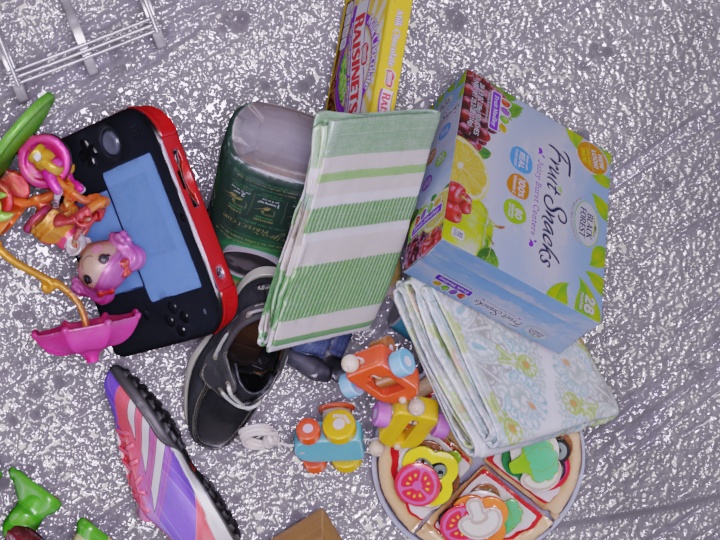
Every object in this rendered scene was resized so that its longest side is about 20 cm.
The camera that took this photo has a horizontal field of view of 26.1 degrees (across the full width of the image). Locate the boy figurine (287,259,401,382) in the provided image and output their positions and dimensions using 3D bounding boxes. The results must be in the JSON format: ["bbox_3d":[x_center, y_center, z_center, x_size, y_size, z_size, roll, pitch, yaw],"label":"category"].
[{"bbox_3d":[0.000,0.000,1.391,0.124,0.064,0.201,16,102,-51],"label":"boy figurine"}]

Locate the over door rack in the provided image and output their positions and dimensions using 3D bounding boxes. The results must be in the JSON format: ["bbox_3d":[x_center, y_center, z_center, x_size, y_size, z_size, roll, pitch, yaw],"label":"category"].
[{"bbox_3d":[-0.267,-0.265,1.346,0.147,0.067,0.201,-22,116,-7],"label":"over door rack"}]

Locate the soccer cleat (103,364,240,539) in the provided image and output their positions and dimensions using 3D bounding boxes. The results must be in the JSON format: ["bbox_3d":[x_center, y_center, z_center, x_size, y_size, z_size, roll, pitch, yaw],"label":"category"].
[{"bbox_3d":[-0.183,0.179,1.388,0.073,0.068,0.201,-31,99,-2],"label":"soccer cleat"}]

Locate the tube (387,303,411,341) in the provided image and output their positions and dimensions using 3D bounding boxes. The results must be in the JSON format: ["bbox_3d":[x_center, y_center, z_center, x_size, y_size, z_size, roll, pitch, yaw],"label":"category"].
[{"bbox_3d":[0.120,0.078,1.442,0.199,0.050,0.078,30,101,-13],"label":"tube"}]

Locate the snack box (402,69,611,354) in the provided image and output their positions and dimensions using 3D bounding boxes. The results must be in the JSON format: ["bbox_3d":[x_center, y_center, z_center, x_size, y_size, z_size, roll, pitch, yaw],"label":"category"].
[{"bbox_3d":[0.133,-0.052,1.358,0.168,0.068,0.201,28,50,-19],"label":"snack box"}]

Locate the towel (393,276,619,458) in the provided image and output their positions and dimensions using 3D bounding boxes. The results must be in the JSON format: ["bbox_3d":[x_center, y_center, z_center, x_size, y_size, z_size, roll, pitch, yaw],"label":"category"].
[{"bbox_3d":[0.127,0.071,1.363,0.199,0.048,0.172,-8,67,-47],"label":"towel"}]

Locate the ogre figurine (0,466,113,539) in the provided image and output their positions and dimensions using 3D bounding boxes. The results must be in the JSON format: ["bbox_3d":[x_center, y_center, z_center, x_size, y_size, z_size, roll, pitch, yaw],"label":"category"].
[{"bbox_3d":[-0.288,0.257,1.359,0.200,0.098,0.120,42,74,-19],"label":"ogre figurine"}]

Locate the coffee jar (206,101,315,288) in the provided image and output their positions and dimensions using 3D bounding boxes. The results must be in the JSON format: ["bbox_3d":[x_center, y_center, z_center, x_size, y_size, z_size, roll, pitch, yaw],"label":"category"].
[{"bbox_3d":[-0.086,-0.048,1.332,0.103,0.200,0.086,15,51,-10],"label":"coffee jar"}]

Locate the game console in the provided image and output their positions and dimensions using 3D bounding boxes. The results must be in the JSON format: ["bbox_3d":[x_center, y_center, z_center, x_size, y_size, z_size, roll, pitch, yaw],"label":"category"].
[{"bbox_3d":[-0.194,-0.031,1.335,0.031,0.176,0.201,-25,97,-48],"label":"game console"}]

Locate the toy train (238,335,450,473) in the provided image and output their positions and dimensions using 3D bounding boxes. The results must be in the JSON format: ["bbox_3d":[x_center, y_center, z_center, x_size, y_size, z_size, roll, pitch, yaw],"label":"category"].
[{"bbox_3d":[-0.007,0.113,1.363,0.150,0.199,0.056,31,46,-35],"label":"toy train"}]

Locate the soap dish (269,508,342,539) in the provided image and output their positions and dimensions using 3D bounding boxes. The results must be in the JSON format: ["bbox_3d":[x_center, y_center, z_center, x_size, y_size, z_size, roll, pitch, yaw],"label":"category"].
[{"bbox_3d":[-0.077,0.336,1.401,0.199,0.081,0.158,-31,96,-7],"label":"soap dish"}]

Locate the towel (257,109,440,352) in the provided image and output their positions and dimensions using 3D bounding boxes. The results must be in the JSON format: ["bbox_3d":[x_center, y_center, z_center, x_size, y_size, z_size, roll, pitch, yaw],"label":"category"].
[{"bbox_3d":[-0.010,-0.035,1.270,0.152,0.023,0.202,-9,120,-50],"label":"towel"}]

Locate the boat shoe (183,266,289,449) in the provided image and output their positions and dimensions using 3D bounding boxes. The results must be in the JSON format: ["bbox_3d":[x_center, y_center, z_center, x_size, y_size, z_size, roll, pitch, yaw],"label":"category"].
[{"bbox_3d":[-0.107,0.090,1.352,0.071,0.068,0.201,13,128,-20],"label":"boat shoe"}]

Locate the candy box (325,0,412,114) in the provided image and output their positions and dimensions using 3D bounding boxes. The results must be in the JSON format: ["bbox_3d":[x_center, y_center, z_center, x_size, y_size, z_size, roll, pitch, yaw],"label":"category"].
[{"bbox_3d":[0.001,-0.158,1.360,0.026,0.102,0.202,16,76,-27],"label":"candy box"}]

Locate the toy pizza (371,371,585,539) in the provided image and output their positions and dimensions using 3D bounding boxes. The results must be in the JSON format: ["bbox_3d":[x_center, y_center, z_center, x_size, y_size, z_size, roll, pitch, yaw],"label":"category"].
[{"bbox_3d":[0.109,0.177,1.426,0.198,0.032,0.202,0,104,-2],"label":"toy pizza"}]

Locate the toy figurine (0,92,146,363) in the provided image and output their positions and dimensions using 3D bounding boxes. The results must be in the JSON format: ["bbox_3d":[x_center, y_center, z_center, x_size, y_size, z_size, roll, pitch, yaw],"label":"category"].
[{"bbox_3d":[-0.256,-0.016,1.315,0.184,0.150,0.200,40,99,-6],"label":"toy figurine"}]
